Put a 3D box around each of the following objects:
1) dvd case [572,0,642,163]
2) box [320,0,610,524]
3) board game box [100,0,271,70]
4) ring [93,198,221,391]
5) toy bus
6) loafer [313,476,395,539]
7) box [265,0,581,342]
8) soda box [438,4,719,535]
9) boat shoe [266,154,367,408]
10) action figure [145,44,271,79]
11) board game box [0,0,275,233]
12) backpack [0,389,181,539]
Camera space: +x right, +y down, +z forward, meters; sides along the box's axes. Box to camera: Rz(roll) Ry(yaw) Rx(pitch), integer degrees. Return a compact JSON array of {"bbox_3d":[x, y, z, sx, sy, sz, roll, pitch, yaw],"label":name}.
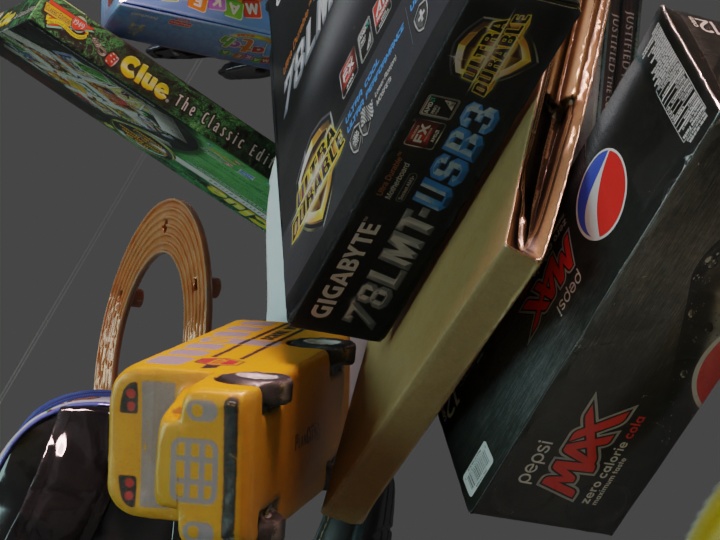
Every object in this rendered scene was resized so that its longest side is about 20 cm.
[{"bbox_3d":[0.074,-0.058,0.943,0.146,0.022,0.201,-9,72,65],"label":"dvd case"},{"bbox_3d":[0.041,-0.010,0.863,0.200,0.021,0.164,122,168,-50],"label":"box"},{"bbox_3d":[-0.061,-0.204,1.142,0.037,0.150,0.201,137,137,-54],"label":"board game box"},{"bbox_3d":[-0.128,0.054,1.352,0.200,0.019,0.202,-34,51,58],"label":"ring"},{"bbox_3d":[-0.050,0.064,0.905,0.200,0.078,0.066,-23,-63,-76],"label":"toy bus"},{"bbox_3d":[-0.042,0.179,1.003,0.073,0.072,0.201,28,-96,-76],"label":"loafer"},{"bbox_3d":[0.016,-0.109,0.874,0.200,0.049,0.199,120,152,-44],"label":"box"},{"bbox_3d":[0.103,0.006,0.792,0.064,0.070,0.201,-106,35,-47],"label":"soda box"},{"bbox_3d":[0.000,0.000,1.027,0.071,0.068,0.201,10,99,33],"label":"boat shoe"},{"bbox_3d":[-0.078,-0.216,1.237,0.069,0.130,0.201,-10,72,30],"label":"action figure"},{"bbox_3d":[-0.100,-0.078,1.129,0.024,0.200,0.105,-62,21,-15],"label":"board game box"},{"bbox_3d":[-0.125,0.160,1.124,0.154,0.199,0.192,-127,54,-78],"label":"backpack"}]
